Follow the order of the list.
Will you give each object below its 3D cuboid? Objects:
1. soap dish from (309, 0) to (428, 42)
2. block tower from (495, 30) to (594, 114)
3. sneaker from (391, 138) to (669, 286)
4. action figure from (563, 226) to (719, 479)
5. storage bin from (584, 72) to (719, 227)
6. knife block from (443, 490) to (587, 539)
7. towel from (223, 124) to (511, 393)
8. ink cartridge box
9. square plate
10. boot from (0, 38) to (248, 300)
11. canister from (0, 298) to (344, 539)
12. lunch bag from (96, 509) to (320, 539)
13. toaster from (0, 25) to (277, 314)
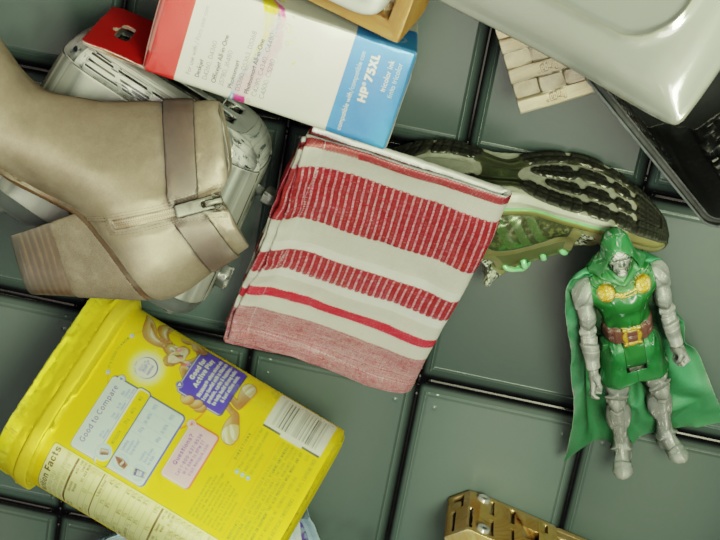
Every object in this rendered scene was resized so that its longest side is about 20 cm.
[{"bbox_3d":[-0.020,-0.249,0.950,0.199,0.081,0.158,30,110,25],"label":"soap dish"},{"bbox_3d":[0.099,-0.206,0.999,0.054,0.058,0.202,-15,104,11],"label":"block tower"},{"bbox_3d":[0.107,-0.030,1.057,0.198,0.077,0.089,11,127,6],"label":"sneaker"},{"bbox_3d":[0.180,0.053,1.042,0.117,0.055,0.201,-18,127,0],"label":"action figure"},{"bbox_3d":[0.212,-0.137,0.942,0.135,0.094,0.200,-35,134,15],"label":"storage bin"},{"bbox_3d":[0.126,0.279,1.147,0.199,0.064,0.177,23,108,-2],"label":"knife block"},{"bbox_3d":[0.000,0.000,1.042,0.143,0.023,0.201,17,134,-9],"label":"towel"},{"bbox_3d":[-0.066,-0.152,0.995,0.198,0.116,0.068,18,110,-5],"label":"ink cartridge box"},{"bbox_3d":[0.152,-0.203,0.857,0.200,0.028,0.199,36,92,38],"label":"square plate"},{"bbox_3d":[-0.154,-0.077,0.955,0.145,0.070,0.202,-15,99,3],"label":"boot"},{"bbox_3d":[-0.128,0.122,1.076,0.199,0.087,0.149,30,70,4],"label":"canister"},{"bbox_3d":[-0.103,0.276,1.142,0.168,0.127,0.202,-9,94,8],"label":"lunch bag"},{"bbox_3d":[-0.154,-0.075,1.040,0.199,0.114,0.130,32,105,-2],"label":"toaster"}]
